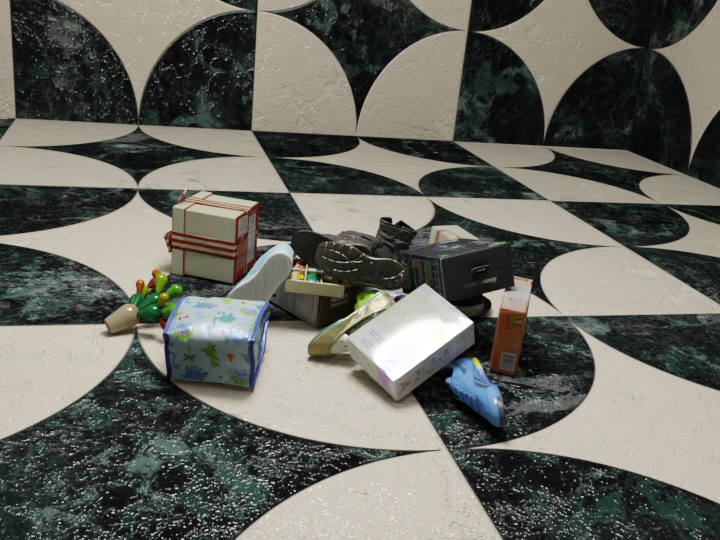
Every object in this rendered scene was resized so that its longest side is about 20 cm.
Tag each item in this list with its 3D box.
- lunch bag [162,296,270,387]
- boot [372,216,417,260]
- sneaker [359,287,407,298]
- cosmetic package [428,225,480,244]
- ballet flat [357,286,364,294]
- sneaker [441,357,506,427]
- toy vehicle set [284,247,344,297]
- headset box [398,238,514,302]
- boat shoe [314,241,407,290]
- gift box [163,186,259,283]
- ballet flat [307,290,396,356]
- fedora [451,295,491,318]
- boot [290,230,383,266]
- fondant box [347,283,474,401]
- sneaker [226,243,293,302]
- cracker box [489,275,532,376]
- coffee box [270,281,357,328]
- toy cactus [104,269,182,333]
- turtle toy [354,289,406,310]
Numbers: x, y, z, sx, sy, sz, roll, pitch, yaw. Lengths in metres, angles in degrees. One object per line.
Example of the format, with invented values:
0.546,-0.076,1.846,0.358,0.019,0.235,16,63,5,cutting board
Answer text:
-0.258,0.113,1.435,0.165,0.130,0.201,5,30,-1,lunch bag
0.104,-0.039,1.871,0.197,0.133,0.070,22,14,-37,boot
0.076,0.077,1.731,0.197,0.079,0.085,12,30,36,sneaker
0.257,-0.037,2.024,0.085,0.106,0.200,-2,21,-24,cosmetic package
-0.010,0.017,1.875,0.063,0.077,0.200,-21,9,16,ballet flat
0.198,0.221,1.389,0.076,0.068,0.201,-10,23,-9,sneaker
-0.094,0.002,1.685,0.121,0.027,0.201,6,20,-4,toy vehicle set
0.199,-0.003,1.623,0.170,0.095,0.199,-12,10,-22,headset box
0.000,0.000,1.622,0.196,0.077,0.074,19,-10,7,boat shoe
-0.352,-0.098,1.875,0.182,0.205,0.185,9,15,11,gift box
-0.011,0.116,1.515,0.198,0.072,0.071,-35,32,-11,ballet flat
0.212,0.037,1.822,0.195,0.094,0.201,6,20,-2,fedora
-0.049,-0.057,1.746,0.195,0.071,0.174,13,15,2,boot
0.095,0.129,1.459,0.198,0.059,0.144,-33,47,-21,fondant box
-0.205,0.022,1.633,0.074,0.199,0.082,44,21,-16,sneaker
0.309,0.108,1.604,0.056,0.137,0.200,10,21,12,cracker box
-0.114,0.045,1.724,0.198,0.082,0.112,24,26,39,coffee box
-0.427,0.079,1.561,0.163,0.104,0.199,-29,38,-26,toy cactus
0.080,0.100,1.603,0.195,0.104,0.146,12,21,14,turtle toy
